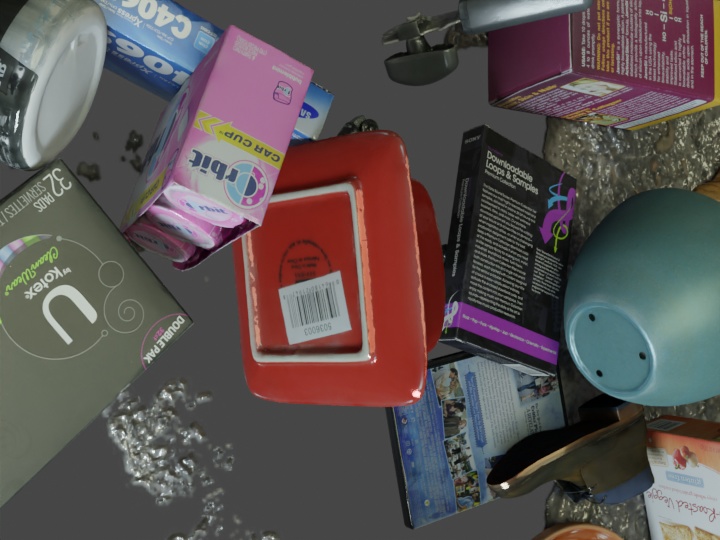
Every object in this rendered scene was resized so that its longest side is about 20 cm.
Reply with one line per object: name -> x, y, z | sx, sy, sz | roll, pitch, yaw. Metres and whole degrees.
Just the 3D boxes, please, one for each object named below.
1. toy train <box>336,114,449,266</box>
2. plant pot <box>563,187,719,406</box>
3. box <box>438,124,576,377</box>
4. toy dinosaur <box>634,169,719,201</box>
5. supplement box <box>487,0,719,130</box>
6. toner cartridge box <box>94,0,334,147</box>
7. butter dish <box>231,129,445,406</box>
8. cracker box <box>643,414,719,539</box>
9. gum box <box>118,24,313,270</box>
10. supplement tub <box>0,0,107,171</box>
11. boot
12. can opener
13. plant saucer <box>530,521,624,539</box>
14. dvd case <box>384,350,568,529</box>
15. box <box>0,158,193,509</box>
toy train -> 0.039, -0.046, 0.819 | 0.046, 0.034, 0.202 | -38, 105, -21
plant pot -> 0.265, 0.044, 0.827 | 0.134, 0.198, 0.204 | -29, 101, -35
box -> 0.140, -0.016, 0.846 | 0.141, 0.036, 0.205 | 21, 73, -36
toy dinosaur -> 0.379, -0.067, 0.994 | 0.198, 0.061, 0.107 | -27, 76, -31
supplement box -> 0.238, -0.211, 0.876 | 0.196, 0.130, 0.106 | 4, 85, -27
toner cartridge box -> -0.127, -0.157, 0.705 | 0.197, 0.095, 0.044 | 26, 78, -23
butter dish -> 0.000, 0.000, 0.736 | 0.146, 0.197, 0.205 | -4, 89, -50
cracker box -> 0.358, 0.259, 0.916 | 0.057, 0.133, 0.205 | -13, 93, -26
gum box -> -0.115, -0.077, 0.653 | 0.065, 0.199, 0.116 | 24, 72, -21
supplement tub -> -0.279, -0.159, 0.589 | 0.197, 0.123, 0.125 | 25, 76, -2
boot -> 0.210, 0.194, 0.855 | 0.197, 0.074, 0.099 | -22, 95, -28
can opener -> 0.111, -0.212, 0.791 | 0.054, 0.196, 0.068 | -55, 133, -55
plant saucer -> 0.207, 0.353, 0.893 | 0.196, 0.032, 0.206 | 1, 87, -26
dvd case -> 0.116, 0.147, 0.861 | 0.196, 0.017, 0.146 | -11, 92, -26
box -> -0.246, 0.049, 0.620 | 0.200, 0.124, 0.149 | -45, 107, -22
